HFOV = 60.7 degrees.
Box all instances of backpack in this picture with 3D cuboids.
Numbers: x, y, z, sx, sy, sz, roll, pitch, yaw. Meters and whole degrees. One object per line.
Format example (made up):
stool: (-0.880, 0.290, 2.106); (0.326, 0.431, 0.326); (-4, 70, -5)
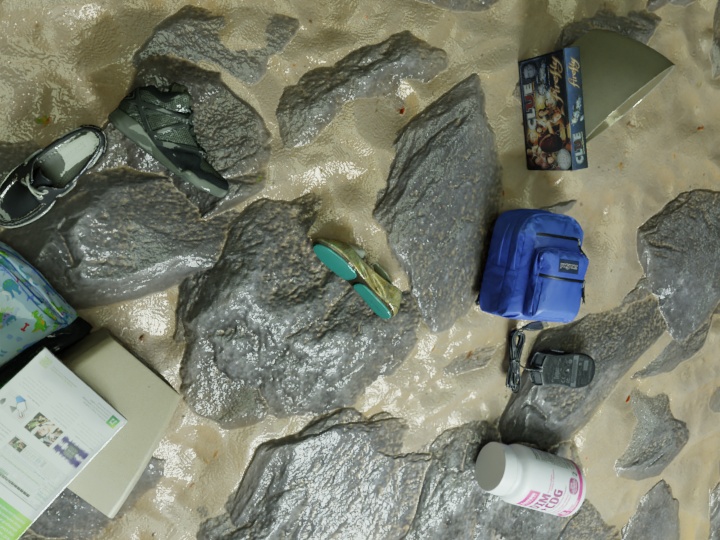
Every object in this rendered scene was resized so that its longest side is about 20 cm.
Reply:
backpack: (0.328, -0.010, 1.119); (0.162, 0.168, 0.201); (6, 93, -27)
backpack: (-0.509, 0.049, 0.856); (0.163, 0.154, 0.201); (-30, 95, -5)

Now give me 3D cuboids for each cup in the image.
cup: (0.428, -0.342, 1.100); (0.200, 0.200, 0.144); (-36, 80, -11)

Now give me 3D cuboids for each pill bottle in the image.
pill bottle: (0.335, 0.411, 1.218); (0.199, 0.113, 0.114); (21, 92, -21)

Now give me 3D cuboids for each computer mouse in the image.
computer mouse: (0.376, 0.167, 1.232); (0.199, 0.046, 0.141); (-2, 95, -14)

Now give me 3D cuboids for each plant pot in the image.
plant pot: (-0.382, 0.198, 0.897); (0.200, 0.200, 0.177); (47, 71, -20)

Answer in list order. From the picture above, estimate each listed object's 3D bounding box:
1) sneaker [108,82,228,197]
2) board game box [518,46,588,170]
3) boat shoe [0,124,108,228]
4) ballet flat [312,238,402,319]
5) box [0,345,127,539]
sneaker: (-0.262, -0.202, 0.923); (0.199, 0.076, 0.114); (41, 91, -15)
board game box: (0.340, -0.280, 1.092); (0.034, 0.135, 0.201); (-13, 102, -17)
boat shoe: (-0.445, -0.135, 0.878); (0.200, 0.060, 0.074); (-40, 110, -9)
ballet flat: (0.000, 0.000, 1.062); (0.071, 0.071, 0.200); (-47, 110, -6)
box: (-0.412, 0.214, 0.752); (0.145, 0.036, 0.200); (50, 63, -19)
